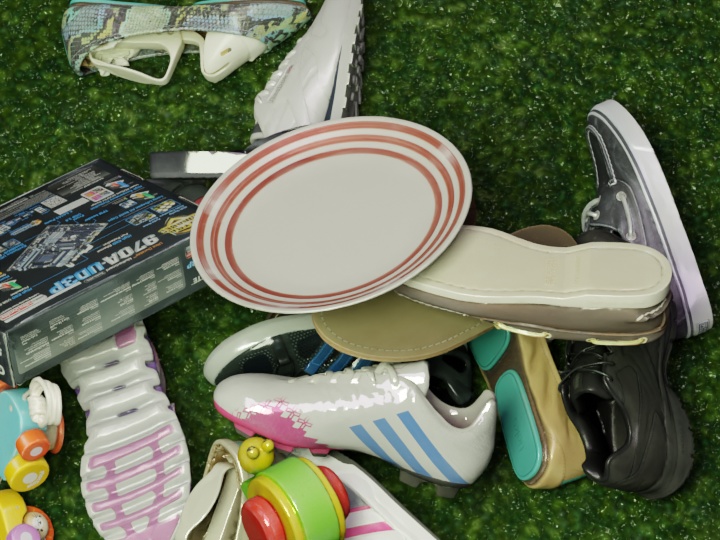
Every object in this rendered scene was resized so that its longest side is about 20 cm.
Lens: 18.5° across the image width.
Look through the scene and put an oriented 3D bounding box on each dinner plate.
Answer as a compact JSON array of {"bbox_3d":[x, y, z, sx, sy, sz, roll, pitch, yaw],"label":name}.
[{"bbox_3d":[-0.019,-0.035,1.524,0.200,0.024,0.200,-9,41,8],"label":"dinner plate"}]

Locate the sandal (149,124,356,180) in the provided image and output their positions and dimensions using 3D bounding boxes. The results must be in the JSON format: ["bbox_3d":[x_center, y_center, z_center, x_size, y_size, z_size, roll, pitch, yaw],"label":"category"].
[{"bbox_3d":[-0.055,-0.088,1.623,0.200,0.076,0.043,0,90,-3],"label":"sandal"}]

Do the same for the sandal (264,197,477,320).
[{"bbox_3d":[0.000,0.000,1.659,0.082,0.055,0.200,44,85,-18],"label":"sandal"}]

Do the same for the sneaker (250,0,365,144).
[{"bbox_3d":[-0.042,-0.138,1.721,0.080,0.076,0.200,6,63,12],"label":"sneaker"}]

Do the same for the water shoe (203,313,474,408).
[{"bbox_3d":[-0.011,0.076,1.589,0.200,0.072,0.079,-5,63,-17],"label":"water shoe"}]

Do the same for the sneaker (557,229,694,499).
[{"bbox_3d":[0.180,0.063,1.574,0.076,0.091,0.200,-28,67,39],"label":"sneaker"}]

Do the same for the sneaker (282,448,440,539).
[{"bbox_3d":[-0.019,0.213,1.540,0.200,0.084,0.121,39,62,18],"label":"sneaker"}]

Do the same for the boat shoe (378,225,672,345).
[{"bbox_3d":[0.111,0.014,1.502,0.200,0.060,0.072,4,44,11],"label":"boat shoe"}]

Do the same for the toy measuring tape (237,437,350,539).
[{"bbox_3d":[-0.023,0.190,1.459,0.074,0.074,0.200,-30,71,-12],"label":"toy measuring tape"}]

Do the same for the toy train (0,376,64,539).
[{"bbox_3d":[-0.214,0.167,1.535,0.056,0.150,0.200,-6,96,-38],"label":"toy train"}]

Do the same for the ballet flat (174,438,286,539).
[{"bbox_3d":[-0.112,0.208,1.524,0.069,0.069,0.200,19,82,12],"label":"ballet flat"}]

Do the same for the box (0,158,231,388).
[{"bbox_3d":[-0.213,-0.004,1.568,0.200,0.046,0.159,-29,37,-33],"label":"box"}]

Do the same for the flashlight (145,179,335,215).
[{"bbox_3d":[-0.087,-0.030,1.628,0.200,0.068,0.068,13,61,37],"label":"flashlight"}]

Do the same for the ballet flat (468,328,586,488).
[{"bbox_3d":[0.121,0.069,1.623,0.063,0.069,0.200,-1,62,-29],"label":"ballet flat"}]

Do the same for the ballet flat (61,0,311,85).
[{"bbox_3d":[-0.138,-0.180,1.752,0.200,0.074,0.074,-1,63,9],"label":"ballet flat"}]

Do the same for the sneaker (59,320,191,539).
[{"bbox_3d":[-0.164,0.112,1.593,0.080,0.088,0.200,-16,73,3],"label":"sneaker"}]

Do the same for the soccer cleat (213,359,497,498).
[{"bbox_3d":[0.001,0.090,1.531,0.200,0.086,0.070,16,19,-11],"label":"soccer cleat"}]

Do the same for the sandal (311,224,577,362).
[{"bbox_3d":[0.059,0.032,1.564,0.212,0.070,0.078,-19,65,-24],"label":"sandal"}]

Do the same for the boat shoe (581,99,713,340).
[{"bbox_3d":[0.199,-0.035,1.662,0.068,0.072,0.200,-16,71,-7],"label":"boat shoe"}]
